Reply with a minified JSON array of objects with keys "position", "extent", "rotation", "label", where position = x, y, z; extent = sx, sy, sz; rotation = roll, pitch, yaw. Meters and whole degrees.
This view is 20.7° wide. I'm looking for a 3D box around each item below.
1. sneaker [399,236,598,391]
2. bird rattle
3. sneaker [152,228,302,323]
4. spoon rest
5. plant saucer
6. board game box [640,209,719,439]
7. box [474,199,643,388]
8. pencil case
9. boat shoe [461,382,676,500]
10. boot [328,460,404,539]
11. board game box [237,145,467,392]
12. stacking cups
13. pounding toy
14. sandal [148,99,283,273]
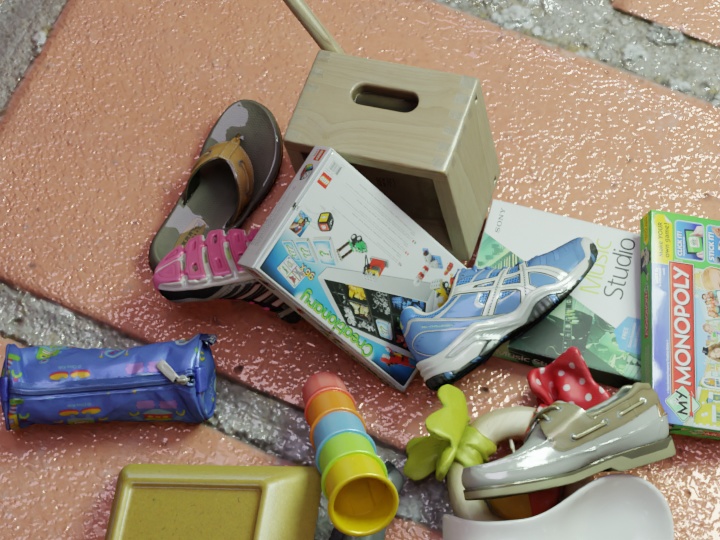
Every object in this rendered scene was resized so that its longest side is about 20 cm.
[{"position":[0.124,0.022,1.739],"extent":[0.199,0.076,0.077],"rotation":[-33,80,-15],"label":"sneaker"},{"position":[0.140,0.166,1.722],"extent":[0.198,0.113,0.165],"rotation":[-9,75,-17],"label":"bird rattle"},{"position":[-0.087,0.010,1.787],"extent":[0.198,0.088,0.074],"rotation":[-11,36,-3],"label":"sneaker"},{"position":[0.170,0.222,1.641],"extent":[0.198,0.061,0.100],"rotation":[-1,85,-13],"label":"spoon rest"},{"position":[-0.143,0.249,1.660],"extent":[0.198,0.049,0.202],"rotation":[-2,62,22],"label":"plant saucer"},{"position":[0.316,0.052,1.761],"extent":[0.133,0.029,0.202],"rotation":[9,67,-14],"label":"board game box"},{"position":[0.197,0.024,1.802],"extent":[0.198,0.036,0.145],"rotation":[13,65,9],"label":"box"},{"position":[-0.223,0.099,1.749],"extent":[0.198,0.087,0.079],"rotation":[-3,85,1],"label":"pencil case"},{"position":[0.168,0.144,1.650],"extent":[0.198,0.075,0.069],"rotation":[-12,87,-26],"label":"boat shoe"},{"position":[0.023,0.275,1.676],"extent":[0.131,0.070,0.201],"rotation":[27,75,7],"label":"boot"},{"position":[0.000,0.000,1.736],"extent":[0.127,0.200,0.035],"rotation":[-56,30,-11],"label":"board game box"},{"position":[-0.020,0.149,1.682],"extent":[0.060,0.061,0.200],"rotation":[-17,28,-7],"label":"stacking cups"},{"position":[0.016,-0.132,1.792],"extent":[0.198,0.185,0.143],"rotation":[12,64,18],"label":"pounding toy"},{"position":[-0.137,-0.079,1.850],"extent":[0.081,0.055,0.201],"rotation":[28,68,14],"label":"sandal"}]
